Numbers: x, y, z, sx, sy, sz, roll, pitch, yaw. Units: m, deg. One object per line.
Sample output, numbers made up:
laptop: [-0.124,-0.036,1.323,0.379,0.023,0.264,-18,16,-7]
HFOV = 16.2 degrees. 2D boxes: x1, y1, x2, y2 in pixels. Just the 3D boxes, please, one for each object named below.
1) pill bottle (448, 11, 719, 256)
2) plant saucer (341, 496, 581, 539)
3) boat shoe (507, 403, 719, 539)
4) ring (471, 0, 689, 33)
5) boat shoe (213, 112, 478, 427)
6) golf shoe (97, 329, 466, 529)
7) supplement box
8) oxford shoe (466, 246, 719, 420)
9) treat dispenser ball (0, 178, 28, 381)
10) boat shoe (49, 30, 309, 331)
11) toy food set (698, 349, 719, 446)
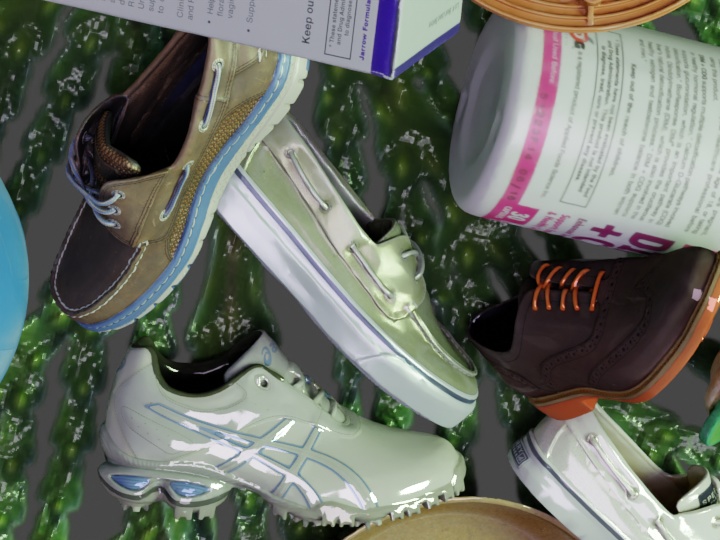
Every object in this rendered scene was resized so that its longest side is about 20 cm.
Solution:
pill bottle: [0.155,-0.063,1.288,0.200,0.113,0.113,13,110,-12]
plant saucer: [0.049,0.206,1.423,0.200,0.035,0.200,-3,116,-7]
boat shoe: [0.174,0.142,1.401,0.200,0.071,0.070,42,105,-13]
ring: [0.106,-0.216,1.227,0.200,0.019,0.201,0,87,-4]
boat shoe: [0.000,0.000,1.318,0.062,0.072,0.200,-41,108,13]
golf shoe: [-0.038,0.082,1.348,0.200,0.078,0.097,3,105,-10]
supplement box: [-0.056,-0.167,1.187,0.200,0.101,0.103,13,112,16]
oxford shoe: [0.119,0.026,1.290,0.072,0.200,0.071,31,61,-14]
treat dispenser ball: [-0.261,0.005,1.218,0.201,0.201,0.201,-2,112,-6]
boat shoe: [-0.109,-0.055,1.265,0.072,0.072,0.200,8,122,-48]
toy food set: [0.263,0.031,1.314,0.200,0.198,0.049,-38,69,21]
